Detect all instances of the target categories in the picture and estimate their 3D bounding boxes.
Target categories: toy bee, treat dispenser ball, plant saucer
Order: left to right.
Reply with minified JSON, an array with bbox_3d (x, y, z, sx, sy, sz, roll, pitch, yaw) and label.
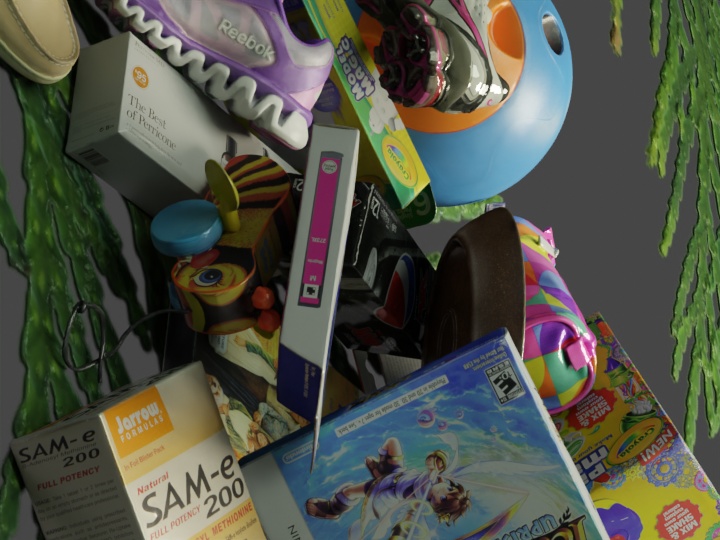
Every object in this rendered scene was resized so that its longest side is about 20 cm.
[{"bbox_3d":[-0.083,0.007,1.451,0.201,0.108,0.131,-64,147,-22],"label":"toy bee"},{"bbox_3d":[0.063,-0.150,1.741,0.201,0.200,0.202,35,46,-47],"label":"treat dispenser ball"},{"bbox_3d":[0.074,0.054,1.575,0.034,0.201,0.202,7,60,-10],"label":"plant saucer"}]

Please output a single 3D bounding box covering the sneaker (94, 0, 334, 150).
[{"bbox_3d":[-0.098,-0.170,1.534,0.200,0.089,0.080,36,-1,-16],"label":"sneaker"}]

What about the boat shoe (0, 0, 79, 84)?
[{"bbox_3d":[-0.223,-0.214,1.422,0.201,0.065,0.072,65,30,-12],"label":"boat shoe"}]

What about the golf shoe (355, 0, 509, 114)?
[{"bbox_3d":[0.046,-0.196,1.624,0.092,0.073,0.201,5,58,-35],"label":"golf shoe"}]

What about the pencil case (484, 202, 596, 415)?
[{"bbox_3d":[0.119,0.027,1.665,0.089,0.088,0.200,56,10,-26],"label":"pencil case"}]

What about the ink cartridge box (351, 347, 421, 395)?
[{"bbox_3d":[0.071,0.060,1.771,0.199,0.050,0.110,-12,84,-30],"label":"ink cartridge box"}]

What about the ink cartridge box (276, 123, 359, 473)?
[{"bbox_3d":[-0.029,0.017,1.433,0.095,0.037,0.202,97,-1,-64],"label":"ink cartridge box"}]

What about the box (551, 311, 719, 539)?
[{"bbox_3d":[0.143,0.167,1.640,0.122,0.199,0.193,55,4,-28],"label":"box"}]

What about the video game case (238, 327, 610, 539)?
[{"bbox_3d":[0.046,0.163,1.468,0.182,0.199,0.045,63,5,-4],"label":"video game case"}]

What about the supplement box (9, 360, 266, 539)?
[{"bbox_3d":[-0.120,0.171,1.384,0.126,0.073,0.201,-28,99,-61],"label":"supplement box"}]

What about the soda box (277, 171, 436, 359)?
[{"bbox_3d":[0.000,0.000,1.609,0.200,0.070,0.064,51,50,-64],"label":"soda box"}]

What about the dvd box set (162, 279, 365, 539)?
[{"bbox_3d":[-0.064,0.106,1.557,0.200,0.029,0.147,42,41,-42],"label":"dvd box set"}]

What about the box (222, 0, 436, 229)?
[{"bbox_3d":[-0.032,-0.107,1.638,0.048,0.117,0.201,-46,115,-44],"label":"box"}]

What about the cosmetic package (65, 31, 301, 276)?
[{"bbox_3d":[-0.116,-0.073,1.546,0.200,0.050,0.083,38,43,-45],"label":"cosmetic package"}]
